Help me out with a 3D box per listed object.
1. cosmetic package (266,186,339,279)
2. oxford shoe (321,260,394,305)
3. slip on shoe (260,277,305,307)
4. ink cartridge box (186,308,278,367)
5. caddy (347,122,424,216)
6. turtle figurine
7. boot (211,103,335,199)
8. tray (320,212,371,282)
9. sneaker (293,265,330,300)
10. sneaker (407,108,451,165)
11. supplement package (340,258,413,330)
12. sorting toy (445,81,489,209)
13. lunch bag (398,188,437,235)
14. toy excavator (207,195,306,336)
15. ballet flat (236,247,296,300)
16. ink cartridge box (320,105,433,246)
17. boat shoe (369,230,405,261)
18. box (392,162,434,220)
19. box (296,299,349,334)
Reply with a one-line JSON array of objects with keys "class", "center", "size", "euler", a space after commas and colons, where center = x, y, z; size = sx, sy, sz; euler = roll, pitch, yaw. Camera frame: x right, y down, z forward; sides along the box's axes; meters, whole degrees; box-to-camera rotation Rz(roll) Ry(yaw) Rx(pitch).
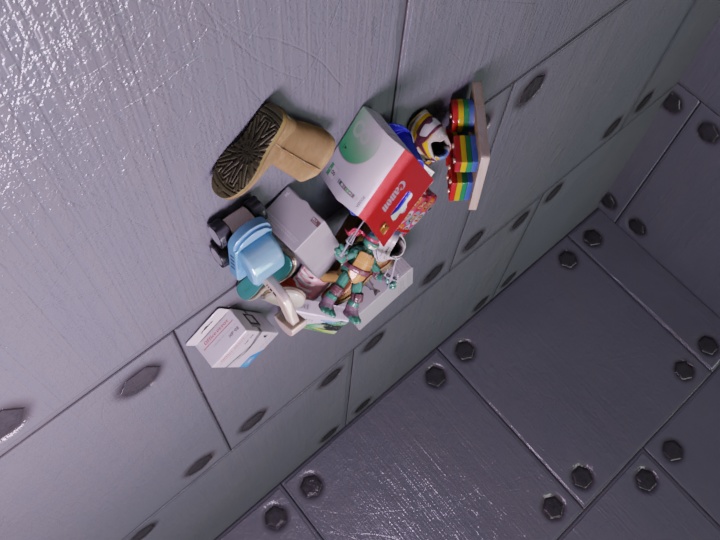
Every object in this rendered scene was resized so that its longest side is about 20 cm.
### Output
[{"class": "cosmetic package", "center": [-0.108, -0.068, 1.381], "size": [0.090, 0.107, 0.200], "euler": [-46, 160, -2]}, {"class": "oxford shoe", "center": [-0.017, 0.004, 1.619], "size": [0.199, 0.071, 0.072], "euler": [-39, 129, -3]}, {"class": "slip on shoe", "center": [-0.159, 0.039, 1.477], "size": [0.200, 0.073, 0.062], "euler": [-4, -115, 70]}, {"class": "ink cartridge box", "center": [-0.276, 0.150, 1.558], "size": [0.116, 0.067, 0.200], "euler": [-46, 162, 9]}, {"class": "caddy", "center": [0.032, -0.197, 1.416], "size": [0.140, 0.106, 0.201], "euler": [8, 132, -38]}, {"class": "turtle figurine", "center": [0.000, 0.000, 1.393], "size": [0.202, 0.148, 0.101], "euler": [-63, -163, 15]}, {"class": "boot", "center": [-0.134, -0.173, 1.169], "size": [0.175, 0.066, 0.200], "euler": [-47, 163, 11]}, {"class": "tray", "center": [-0.015, -0.066, 1.509], "size": [0.098, 0.037, 0.202], "euler": [-1, -127, 55]}, {"class": "sneaker", "center": [-0.112, 0.018, 1.606], "size": [0.104, 0.075, 0.201], "euler": [-42, 166, -23]}, {"class": "sneaker", "center": [0.150, -0.259, 1.543], "size": [0.075, 0.090, 0.200], "euler": [-41, 161, -6]}, {"class": "supplement package", "center": [0.030, 0.037, 1.886], "size": [0.199, 0.117, 0.118], "euler": [-41, 162, -12]}, {"class": "sorting toy", "center": [0.226, -0.269, 1.565], "size": [0.068, 0.202, 0.201], "euler": [-1, 154, 0]}, {"class": "lunch bag", "center": [0.082, -0.140, 1.682], "size": [0.176, 0.082, 0.199], "euler": [-45, 165, 17]}, {"class": "toy excavator", "center": [-0.170, 0.004, 1.257], "size": [0.099, 0.200, 0.195], "euler": [-34, 159, -23]}, {"class": "ballet flat", "center": [-0.178, -0.003, 1.407], "size": [0.199, 0.068, 0.062], "euler": [-29, -173, 43]}, {"class": "ink cartridge box", "center": [0.023, -0.170, 1.290], "size": [0.050, 0.201, 0.162], "euler": [8, 129, -44]}, {"class": "boat shoe", "center": [0.064, -0.053, 1.497], "size": [0.073, 0.065, 0.200], "euler": [-59, 168, -10]}, {"class": "box", "center": [0.080, -0.152, 1.546], "size": [0.041, 0.039, 0.201], "euler": [28, 109, -31]}, {"class": "box", "center": [-0.110, 0.105, 1.640], "size": [0.200, 0.142, 0.037], "euler": [134, -33, -74]}]
